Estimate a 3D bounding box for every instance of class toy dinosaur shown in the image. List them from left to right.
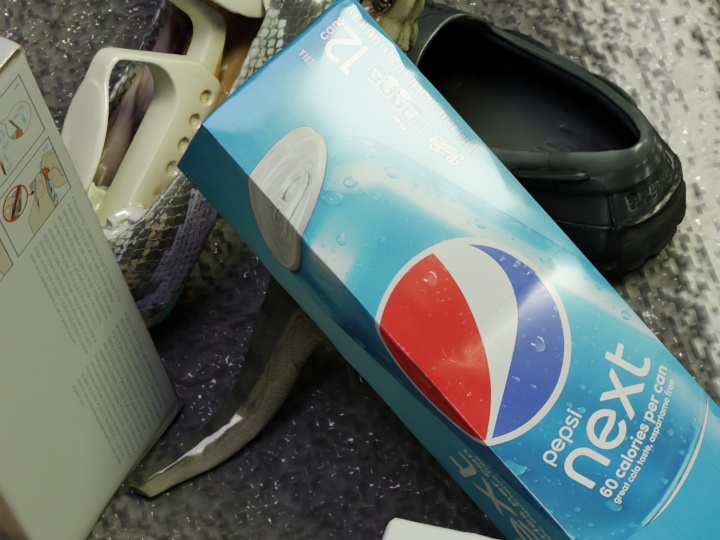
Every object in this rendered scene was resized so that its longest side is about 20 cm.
[{"bbox_3d":[0.000,0.000,0.798,0.088,0.047,0.201,24,93,22],"label":"toy dinosaur"}]

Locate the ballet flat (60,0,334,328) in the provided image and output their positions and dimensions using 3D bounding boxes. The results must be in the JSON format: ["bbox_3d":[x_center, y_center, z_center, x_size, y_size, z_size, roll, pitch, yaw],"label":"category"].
[{"bbox_3d":[-0.057,-0.076,0.830,0.072,0.072,0.201,25,86,26],"label":"ballet flat"}]

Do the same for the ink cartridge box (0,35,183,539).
[{"bbox_3d":[-0.170,-0.011,0.767,0.175,0.200,0.084,24,64,25],"label":"ink cartridge box"}]

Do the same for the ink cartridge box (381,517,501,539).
[{"bbox_3d":[0.089,0.177,0.620,0.199,0.145,0.146,11,58,18],"label":"ink cartridge box"}]

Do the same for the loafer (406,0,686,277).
[{"bbox_3d":[0.029,-0.068,0.848,0.200,0.071,0.068,30,65,28],"label":"loafer"}]

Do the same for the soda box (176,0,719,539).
[{"bbox_3d":[0.034,0.015,0.731,0.064,0.068,0.200,-43,91,-14],"label":"soda box"}]
